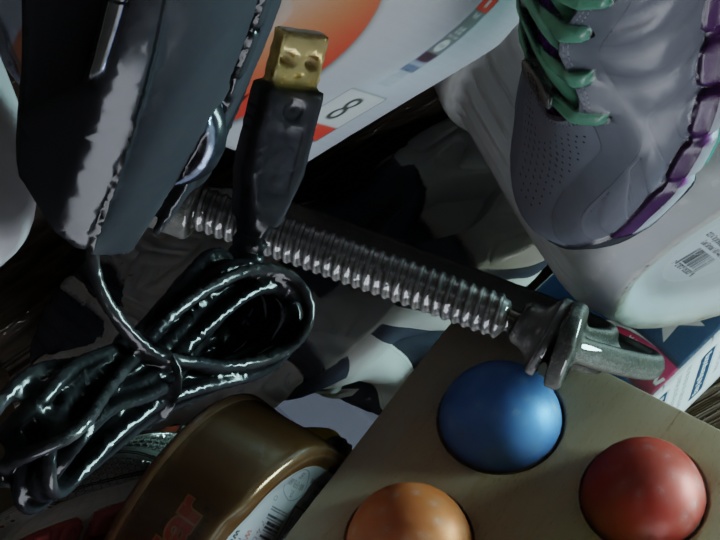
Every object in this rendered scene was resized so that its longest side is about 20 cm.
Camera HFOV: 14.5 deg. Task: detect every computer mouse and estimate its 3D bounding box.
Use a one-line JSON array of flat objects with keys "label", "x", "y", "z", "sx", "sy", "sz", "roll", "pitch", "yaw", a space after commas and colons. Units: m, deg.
[{"label": "computer mouse", "x": -0.028, "y": -0.051, "z": 0.622, "sx": 0.046, "sy": 0.200, "sz": 0.140, "roll": 13, "pitch": -163, "yaw": 21}]

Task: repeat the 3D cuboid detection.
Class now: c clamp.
[{"label": "c clamp", "x": 0.000, "y": 0.000, "z": 0.866, "sx": 0.200, "sy": 0.027, "sz": 0.171, "roll": 20, "pitch": -179, "yaw": 2}]

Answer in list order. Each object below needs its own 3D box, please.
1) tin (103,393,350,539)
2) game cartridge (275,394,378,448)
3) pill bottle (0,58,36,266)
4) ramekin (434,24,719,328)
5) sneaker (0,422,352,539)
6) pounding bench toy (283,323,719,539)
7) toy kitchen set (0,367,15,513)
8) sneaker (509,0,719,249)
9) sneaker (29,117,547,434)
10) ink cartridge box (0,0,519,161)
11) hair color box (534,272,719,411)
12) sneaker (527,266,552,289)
[{"label": "tin", "x": -0.035, "y": 0.108, "z": 0.949, "sx": 0.112, "sy": 0.042, "sz": 0.200, "roll": -58, "pitch": 159, "yaw": -3}, {"label": "game cartridge", "x": -0.032, "y": 0.098, "z": 1.160, "sx": 0.200, "sy": 0.133, "sz": 0.040, "roll": -37, "pitch": -169, "yaw": 42}, {"label": "pill bottle", "x": -0.182, "y": -0.008, "z": 0.621, "sx": 0.200, "sy": 0.112, "sz": 0.112, "roll": -27, "pitch": 164, "yaw": 13}, {"label": "ramekin", "x": 0.131, "y": -0.063, "z": 0.903, "sx": 0.200, "sy": 0.105, "sz": 0.200, "roll": -22, "pitch": 165, "yaw": -6}, {"label": "sneaker", "x": -0.083, "y": 0.087, "z": 0.978, "sx": 0.200, "sy": 0.082, "sz": 0.078, "roll": -15, "pitch": 128, "yaw": -64}, {"label": "pounding bench toy", "x": 0.034, "y": 0.140, "z": 0.923, "sx": 0.200, "sy": 0.124, "sz": 0.156, "roll": -51, "pitch": 156, "yaw": -28}, {"label": "toy kitchen set", "x": -0.161, "y": 0.107, "z": 0.929, "sx": 0.200, "sy": 0.163, "sz": 0.180, "roll": -14, "pitch": 162, "yaw": -33}, {"label": "sneaker", "x": 0.056, "y": -0.083, "z": 0.709, "sx": 0.087, "sy": 0.074, "sz": 0.200, "roll": -13, "pitch": 138, "yaw": -32}, {"label": "sneaker", "x": -0.022, "y": 0.023, "z": 1.008, "sx": 0.199, "sy": 0.080, "sz": 0.130, "roll": -29, "pitch": 158, "yaw": -19}, {"label": "ink cartridge box", "x": 0.022, "y": -0.098, "z": 0.735, "sx": 0.200, "sy": 0.050, "sz": 0.162, "roll": -26, "pitch": 165, "yaw": 20}, {"label": "hair color box", "x": 0.129, "y": -0.004, "z": 1.051, "sx": 0.200, "sy": 0.061, "sz": 0.100, "roll": -44, "pitch": 166, "yaw": -11}, {"label": "sneaker", "x": 0.026, "y": 0.029, "z": 1.166, "sx": 0.200, "sy": 0.073, "sz": 0.085, "roll": -46, "pitch": -173, "yaw": 38}]
